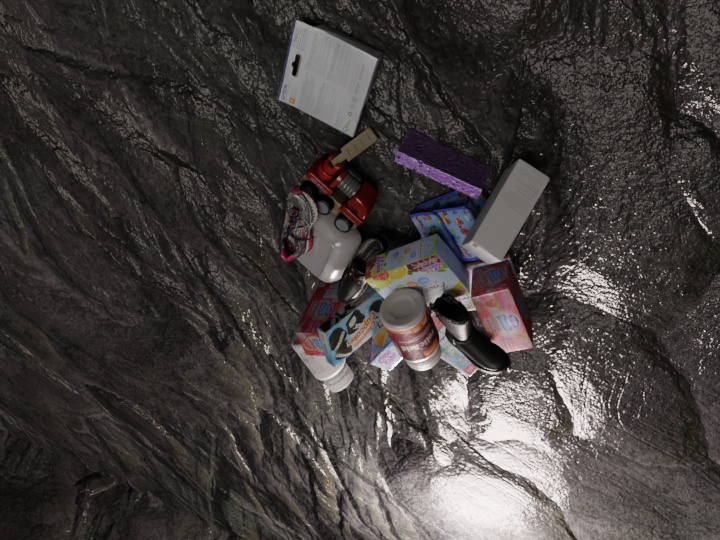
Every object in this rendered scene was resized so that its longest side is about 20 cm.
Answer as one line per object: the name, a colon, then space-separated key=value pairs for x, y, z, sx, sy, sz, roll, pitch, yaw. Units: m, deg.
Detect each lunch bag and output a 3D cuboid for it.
lunch bag: x=0.215 y=-0.099 z=1.468 sx=0.198 sy=0.095 sz=0.151 roll=-12 pitch=124 yaw=45

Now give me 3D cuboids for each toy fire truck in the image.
toy fire truck: x=-0.022 y=-0.217 z=1.466 sx=0.176 sy=0.129 sz=0.200 roll=41 pitch=142 yaw=-10

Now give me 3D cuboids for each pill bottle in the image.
pill bottle: x=-0.108 y=0.260 z=1.872 sx=0.113 sy=0.115 sz=0.201 roll=-18 pitch=117 yaw=35
pill bottle: x=0.126 y=0.147 z=1.501 sx=0.112 sy=0.116 sz=0.201 roll=-1 pitch=141 yaw=25

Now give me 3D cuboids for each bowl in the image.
bowl: x=-0.110 y=-0.076 z=1.600 sx=0.200 sy=0.074 sz=0.201 roll=44 pitch=135 yaw=13

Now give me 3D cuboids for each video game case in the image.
video game case: x=0.287 y=0.037 z=1.541 sx=0.197 sy=0.018 sz=0.144 roll=-12 pitch=126 yaw=23
video game case: x=0.253 y=0.195 z=1.705 sx=0.198 sy=0.018 sz=0.144 roll=32 pitch=132 yaw=-2

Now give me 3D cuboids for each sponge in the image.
sponge: x=0.178 y=-0.230 z=1.350 sx=0.197 sy=0.112 sz=0.030 roll=25 pitch=131 yaw=4

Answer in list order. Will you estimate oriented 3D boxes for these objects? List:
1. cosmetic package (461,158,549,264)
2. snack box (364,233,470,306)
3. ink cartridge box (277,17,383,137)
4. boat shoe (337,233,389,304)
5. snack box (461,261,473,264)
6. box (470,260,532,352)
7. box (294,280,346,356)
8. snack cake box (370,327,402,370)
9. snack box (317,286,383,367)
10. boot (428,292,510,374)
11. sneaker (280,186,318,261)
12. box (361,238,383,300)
cosmetic package: x=0.299 y=-0.119 z=1.309 sx=0.080 sy=0.113 sz=0.202 roll=30 pitch=89 yaw=0
snack box: x=0.137 y=0.014 z=1.484 sx=0.197 sy=0.069 sz=0.169 roll=-18 pitch=137 yaw=30
ink cartridge box: x=-0.070 y=-0.421 z=1.363 sx=0.198 sy=0.041 sz=0.201 roll=27 pitch=133 yaw=3
boat shoe: x=-0.002 y=-0.002 z=1.557 sx=0.073 sy=0.063 sz=0.203 roll=38 pitch=107 yaw=12
snack box: x=0.210 y=-0.001 z=1.576 sx=0.196 sy=0.024 sz=0.073 roll=10 pitch=132 yaw=17
box: x=0.339 y=0.091 z=1.494 sx=0.093 sy=0.103 sz=0.202 roll=-14 pitch=125 yaw=25
box: x=-0.086 y=0.127 z=1.694 sx=0.098 sy=0.202 sz=0.096 roll=0 pitch=133 yaw=25
snack cake box: x=0.103 y=0.167 z=1.692 sx=0.066 sy=0.116 sz=0.201 roll=21 pitch=135 yaw=-18
snack box: x=-0.018 y=0.143 z=1.616 sx=0.037 sy=0.199 sz=0.118 roll=24 pitch=140 yaw=41
boot: x=0.253 y=0.144 z=1.457 sx=0.197 sy=0.073 sz=0.163 roll=35 pitch=163 yaw=37
sneaker: x=-0.151 y=-0.107 z=1.500 sx=0.080 sy=0.075 sz=0.202 roll=27 pitch=135 yaw=25
box: x=0.021 y=0.012 z=1.658 sx=0.081 sy=0.049 sz=0.203 roll=8 pitch=129 yaw=19
